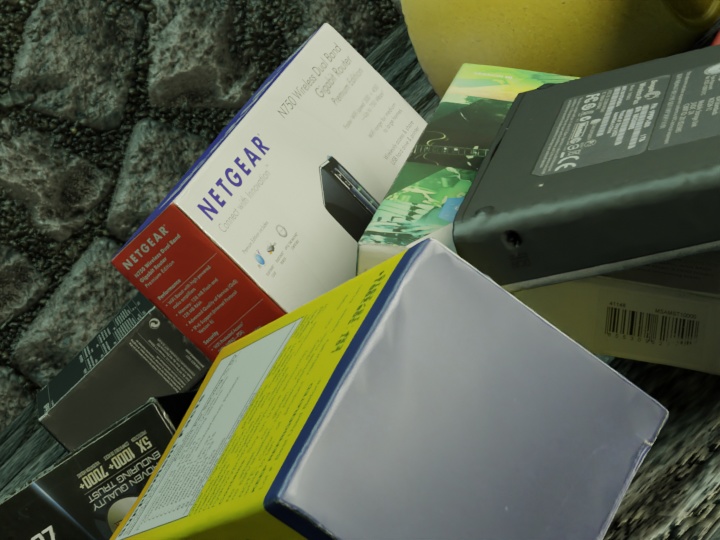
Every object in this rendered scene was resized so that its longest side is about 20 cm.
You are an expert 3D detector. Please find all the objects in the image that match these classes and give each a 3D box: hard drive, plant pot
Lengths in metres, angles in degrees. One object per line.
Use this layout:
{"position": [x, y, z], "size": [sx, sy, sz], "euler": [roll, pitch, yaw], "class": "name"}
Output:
{"position": [0.142, -0.050, 0.773], "size": [0.200, 0.033, 0.140], "euler": [-12, 21, 21], "class": "hard drive"}
{"position": [0.137, -0.184, 1.323], "size": [0.142, 0.200, 0.200], "euler": [-4, 34, 37], "class": "plant pot"}

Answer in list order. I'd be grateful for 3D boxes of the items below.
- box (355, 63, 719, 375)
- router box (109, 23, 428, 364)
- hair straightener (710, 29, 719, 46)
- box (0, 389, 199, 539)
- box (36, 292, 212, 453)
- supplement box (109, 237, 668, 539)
{"position": [0.090, -0.027, 0.878], "size": [0.200, 0.144, 0.036], "euler": [-60, -23, -63], "class": "box"}
{"position": [0.000, 0.000, 1.010], "size": [0.049, 0.179, 0.200], "euler": [-40, 10, 33], "class": "router box"}
{"position": [0.146, -0.047, 1.054], "size": [0.077, 0.041, 0.200], "euler": [-39, 14, 35], "class": "hair straightener"}
{"position": [-0.137, 0.146, 1.059], "size": [0.200, 0.086, 0.164], "euler": [-33, -5, 6], "class": "box"}
{"position": [-0.210, 0.097, 1.925], "size": [0.141, 0.079, 0.200], "euler": [-42, 8, -4], "class": "box"}
{"position": [0.001, 0.081, 0.799], "size": [0.109, 0.109, 0.200], "euler": [-60, 14, -23], "class": "supplement box"}
